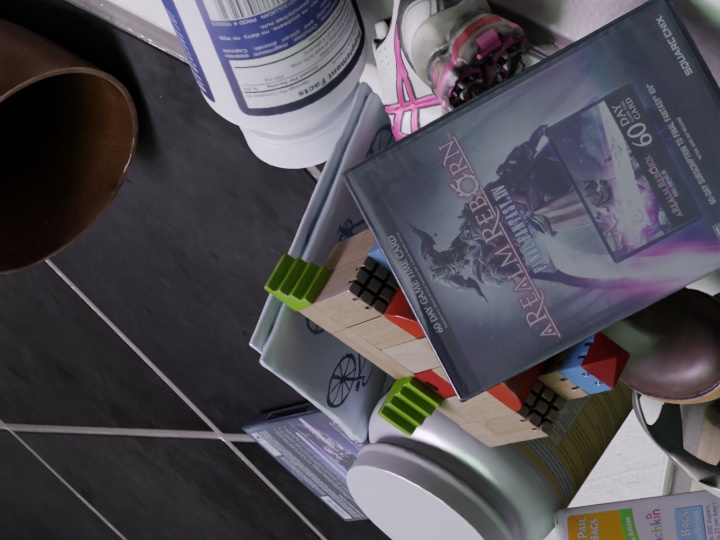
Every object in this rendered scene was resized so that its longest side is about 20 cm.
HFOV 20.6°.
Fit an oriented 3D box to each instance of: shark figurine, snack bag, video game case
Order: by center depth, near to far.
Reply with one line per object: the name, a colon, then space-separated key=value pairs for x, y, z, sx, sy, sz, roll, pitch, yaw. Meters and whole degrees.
video game case: x=0.109 y=-0.038 z=1.063 sx=0.143 sy=0.200 sz=0.019 roll=62 pitch=-171 yaw=6
shark figurine: x=0.267 y=0.114 z=1.215 sx=0.214 sy=0.089 sz=0.128 roll=-16 pitch=90 yaw=52
snack bag: x=0.000 y=0.000 z=1.287 sx=0.021 sy=0.189 sz=0.200 roll=16 pitch=167 yaw=23
video game case: x=-0.016 y=0.179 z=1.851 sx=0.143 sy=0.019 sz=0.200 roll=43 pitch=155 yaw=-14

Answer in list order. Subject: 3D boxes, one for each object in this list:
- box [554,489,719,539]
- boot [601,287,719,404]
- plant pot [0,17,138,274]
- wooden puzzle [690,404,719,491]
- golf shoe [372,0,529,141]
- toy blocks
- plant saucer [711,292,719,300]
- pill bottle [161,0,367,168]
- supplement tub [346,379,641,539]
box: x=0.232 y=0.210 z=1.272 sx=0.200 sy=0.113 sz=0.101 roll=-9 pitch=143 yaw=11
boot: x=0.119 y=0.012 z=1.184 sx=0.166 sy=0.072 sz=0.200 roll=24 pitch=-178 yaw=-36
plant pot: x=-0.308 y=-0.129 z=1.560 sx=0.200 sy=0.187 sz=0.187 roll=41 pitch=161 yaw=31
wooden puzzle: x=0.313 y=0.193 z=1.406 sx=0.185 sy=0.046 sz=0.200 roll=28 pitch=154 yaw=21
golf shoe: x=0.048 y=-0.116 z=1.201 sx=0.092 sy=0.073 sz=0.200 roll=49 pitch=160 yaw=19
toy blocks: x=0.060 y=0.034 z=1.149 sx=0.200 sy=0.100 sz=0.137 roll=36 pitch=158 yaw=-14
plant saucer: x=0.299 y=0.066 z=1.211 sx=0.200 sy=0.036 sz=0.200 roll=30 pitch=156 yaw=15
pill bottle: x=-0.058 y=-0.157 z=1.212 sx=0.111 sy=0.111 sz=0.200 roll=23 pitch=152 yaw=30
supplement tub: x=0.096 y=0.096 z=1.341 sx=0.145 sy=0.200 sz=0.145 roll=30 pitch=155 yaw=16
